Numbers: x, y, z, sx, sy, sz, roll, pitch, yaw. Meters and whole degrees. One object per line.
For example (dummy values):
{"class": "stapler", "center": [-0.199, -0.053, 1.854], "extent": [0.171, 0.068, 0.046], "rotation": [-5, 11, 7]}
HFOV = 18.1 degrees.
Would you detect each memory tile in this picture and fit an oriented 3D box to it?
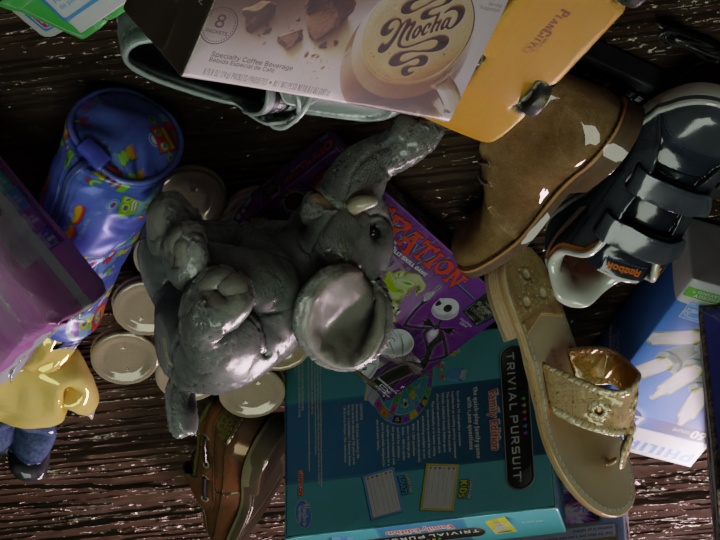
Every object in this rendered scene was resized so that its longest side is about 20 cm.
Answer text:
{"class": "memory tile", "center": [-0.097, 0.018, 1.600], "extent": [0.152, 0.017, 0.201], "rotation": [15, 126, -16]}

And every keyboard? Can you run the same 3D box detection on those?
{"class": "keyboard", "center": [0.197, -0.111, 1.463], "extent": [0.199, 0.021, 0.127], "rotation": [21, 136, -23]}

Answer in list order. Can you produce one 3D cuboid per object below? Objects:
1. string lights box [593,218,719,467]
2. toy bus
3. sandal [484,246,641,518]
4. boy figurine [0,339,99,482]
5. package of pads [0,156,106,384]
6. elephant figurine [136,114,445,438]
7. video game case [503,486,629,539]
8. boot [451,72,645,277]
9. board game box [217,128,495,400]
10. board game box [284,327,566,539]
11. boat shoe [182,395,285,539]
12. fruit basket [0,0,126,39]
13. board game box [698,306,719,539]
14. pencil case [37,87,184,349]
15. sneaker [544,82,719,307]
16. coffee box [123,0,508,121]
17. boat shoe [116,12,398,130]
{"class": "string lights box", "center": [0.238, 0.055, 1.629], "extent": [0.102, 0.059, 0.200], "rotation": [14, 138, -14]}
{"class": "toy bus", "center": [0.104, -0.159, 1.363], "extent": [0.065, 0.079, 0.200], "rotation": [22, 136, -22]}
{"class": "sandal", "center": [0.161, 0.077, 1.578], "extent": [0.069, 0.078, 0.213], "rotation": [-17, 103, 43]}
{"class": "boy figurine", "center": [-0.253, 0.079, 1.671], "extent": [0.123, 0.065, 0.201], "rotation": [10, 139, -10]}
{"class": "package of pads", "center": [-0.270, -0.023, 1.474], "extent": [0.200, 0.076, 0.120], "rotation": [50, 128, -2]}
{"class": "elephant figurine", "center": [-0.035, 0.001, 1.473], "extent": [0.199, 0.142, 0.155], "rotation": [-11, 159, -22]}
{"class": "video game case", "center": [0.103, 0.194, 1.705], "extent": [0.198, 0.182, 0.046], "rotation": [-8, 140, 12]}
{"class": "boot", "center": [0.103, -0.067, 1.483], "extent": [0.075, 0.074, 0.200], "rotation": [29, 140, -12]}
{"class": "board game box", "center": [0.000, 0.000, 1.568], "extent": [0.120, 0.032, 0.200], "rotation": [-40, 125, 14]}
{"class": "board game box", "center": [0.045, 0.125, 1.645], "extent": [0.198, 0.152, 0.047], "rotation": [-7, 149, 11]}
{"class": "boat shoe", "center": [-0.100, 0.154, 1.763], "extent": [0.068, 0.072, 0.200], "rotation": [29, 145, 8]}
{"class": "fruit basket", "center": [-0.188, -0.224, 1.278], "extent": [0.185, 0.094, 0.200], "rotation": [-28, 135, 30]}
{"class": "board game box", "center": [0.290, 0.145, 1.558], "extent": [0.096, 0.160, 0.201], "rotation": [-5, 138, 7]}
{"class": "pencil case", "center": [-0.186, -0.033, 1.519], "extent": [0.078, 0.087, 0.200], "rotation": [41, 136, 9]}
{"class": "sneaker", "center": [0.189, -0.042, 1.481], "extent": [0.078, 0.080, 0.200], "rotation": [19, 144, -17]}
{"class": "coffee box", "center": [-0.019, -0.163, 1.288], "extent": [0.199, 0.080, 0.114], "rotation": [7, 120, -39]}
{"class": "boat shoe", "center": [-0.061, -0.122, 1.417], "extent": [0.200, 0.072, 0.070], "rotation": [17, 138, -17]}
